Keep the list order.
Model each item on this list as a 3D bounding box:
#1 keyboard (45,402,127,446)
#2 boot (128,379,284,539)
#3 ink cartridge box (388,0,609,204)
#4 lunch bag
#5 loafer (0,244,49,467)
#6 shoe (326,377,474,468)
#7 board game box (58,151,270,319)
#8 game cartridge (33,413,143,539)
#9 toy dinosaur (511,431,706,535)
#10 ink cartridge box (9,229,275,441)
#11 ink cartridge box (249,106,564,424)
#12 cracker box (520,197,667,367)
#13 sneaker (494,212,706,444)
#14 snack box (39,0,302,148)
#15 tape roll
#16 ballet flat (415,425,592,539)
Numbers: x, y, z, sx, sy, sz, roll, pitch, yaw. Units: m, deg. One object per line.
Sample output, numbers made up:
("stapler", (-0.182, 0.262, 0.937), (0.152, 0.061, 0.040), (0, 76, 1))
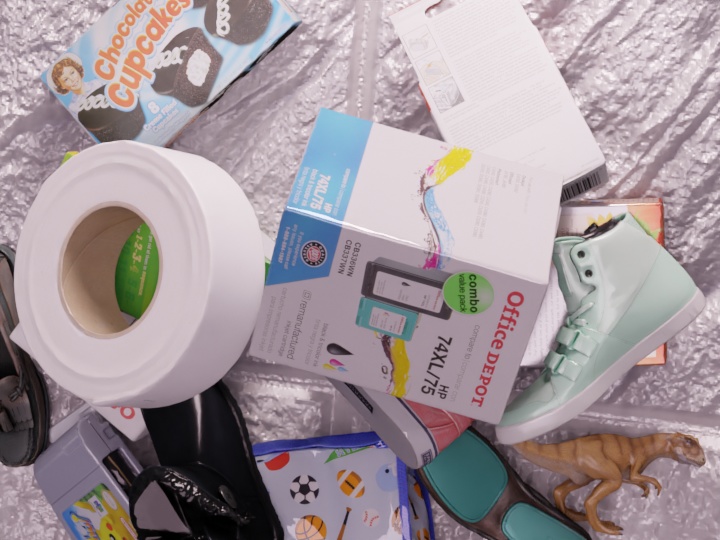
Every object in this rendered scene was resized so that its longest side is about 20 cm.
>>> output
("keyboard", (-0.202, 0.210, 1.686), (0.056, 0.011, 0.200), (-35, 91, 17))
("boot", (-0.136, 0.154, 1.487), (0.076, 0.168, 0.201), (-28, 80, 10))
("ink cartridge box", (0.111, -0.140, 1.548), (0.109, 0.050, 0.200), (-26, 70, 4))
("lunch bag", (-0.023, 0.235, 1.604), (0.169, 0.124, 0.201), (-7, 104, 12))
("loafer", (-0.322, 0.079, 1.656), (0.072, 0.063, 0.201), (-7, 96, 13))
("shoe", (0.018, 0.059, 1.538), (0.091, 0.072, 0.200), (-36, 74, -20))
("board game box", (-0.171, -0.009, 1.552), (0.200, 0.030, 0.096), (29, 101, 10))
("game cartridge", (-0.201, 0.225, 1.635), (0.040, 0.133, 0.200), (-36, 88, -33))
("toy dinosaur", (0.186, 0.161, 1.586), (0.199, 0.060, 0.107), (2, 101, -18))
("ink cartridge box", (-0.178, 0.023, 1.615), (0.146, 0.084, 0.200), (39, 101, 3))
("ink cartridge box", (0.037, -0.004, 1.445), (0.199, 0.146, 0.147), (15, 127, 0))
("cracker box", (0.152, 0.010, 1.575), (0.199, 0.058, 0.134), (-1, 96, 8))
("sneaker", (0.161, 0.041, 1.501), (0.200, 0.074, 0.118), (-39, 97, -5))
("snack box", (-0.161, -0.187, 1.607), (0.200, 0.037, 0.116), (-41, 90, 12))
("tape roll", (-0.172, 0.004, 1.468), (0.202, 0.071, 0.203), (-4, 83, 33))
("ballet flat", (0.111, 0.194, 1.587), (0.200, 0.068, 0.068), (43, 81, -8))
